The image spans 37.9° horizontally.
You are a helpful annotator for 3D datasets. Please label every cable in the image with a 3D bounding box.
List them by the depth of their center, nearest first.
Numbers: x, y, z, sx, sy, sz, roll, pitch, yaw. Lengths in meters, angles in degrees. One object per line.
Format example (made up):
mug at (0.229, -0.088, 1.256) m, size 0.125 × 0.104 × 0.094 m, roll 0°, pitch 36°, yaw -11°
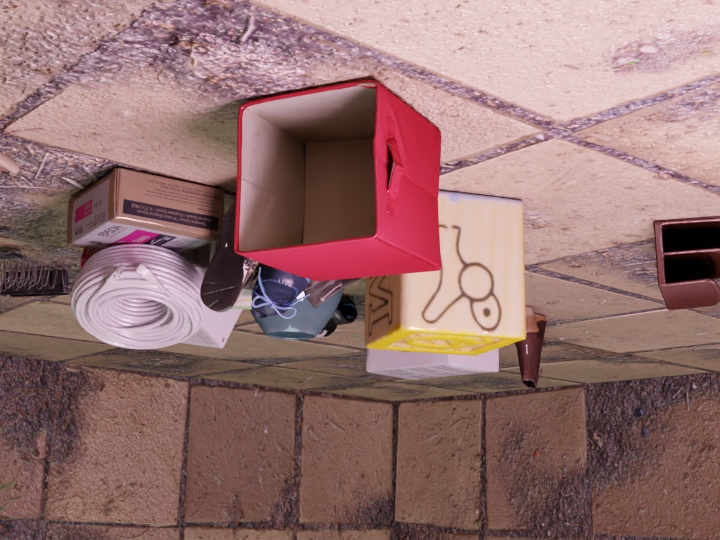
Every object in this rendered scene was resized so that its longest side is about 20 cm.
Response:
cable at (-0.326, 0.042, 1.545) m, size 0.199 × 0.070 × 0.199 m, roll -25°, pitch 140°, yaw 29°

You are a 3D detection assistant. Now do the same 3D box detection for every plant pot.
plant pot at (-0.123, 0.051, 1.895) m, size 0.197 × 0.137 × 0.200 m, roll 2°, pitch 167°, yaw 0°

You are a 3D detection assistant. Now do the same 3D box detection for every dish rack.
dish rack at (-0.647, 0.003, 1.931) m, size 0.151 × 0.055 × 0.200 m, roll -4°, pitch 166°, yaw 19°

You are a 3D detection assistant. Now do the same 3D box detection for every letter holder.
letter holder at (0.540, -0.009, 1.632) m, size 0.140 × 0.102 × 0.200 m, roll -5°, pitch 166°, yaw 20°

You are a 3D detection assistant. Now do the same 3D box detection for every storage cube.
storage cube at (-0.021, -0.092, 1.172) m, size 0.198 × 0.173 × 0.179 m, roll -6°, pitch 167°, yaw 27°

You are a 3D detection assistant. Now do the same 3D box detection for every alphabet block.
alphabet block at (0.120, 0.009, 1.528) m, size 0.193 × 0.203 × 0.196 m, roll 5°, pitch 167°, yaw -14°

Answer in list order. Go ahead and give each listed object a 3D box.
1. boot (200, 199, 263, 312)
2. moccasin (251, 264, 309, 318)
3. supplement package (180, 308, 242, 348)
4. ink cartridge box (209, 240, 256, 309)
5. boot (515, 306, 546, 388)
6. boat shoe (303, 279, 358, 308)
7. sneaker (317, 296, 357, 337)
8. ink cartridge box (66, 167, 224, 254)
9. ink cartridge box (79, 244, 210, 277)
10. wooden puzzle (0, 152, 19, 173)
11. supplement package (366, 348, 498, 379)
boot at (-0.155, -0.046, 1.482) m, size 0.073 × 0.202 × 0.151 m, roll 25°, pitch -169°, yaw 0°
moccasin at (-0.117, 0.036, 1.493) m, size 0.080 × 0.069 × 0.200 m, roll 24°, pitch 167°, yaw -2°
supplement package at (-0.320, 0.056, 1.857) m, size 0.198 × 0.110 × 0.114 m, roll 4°, pitch 147°, yaw 36°
ink cartridge box at (-0.192, -0.013, 1.657) m, size 0.066 × 0.119 × 0.200 m, roll 2°, pitch 168°, yaw 2°
boot at (0.372, 0.178, 2.317) m, size 0.071 × 0.169 × 0.200 m, roll -2°, pitch 167°, yaw 16°
boat shoe at (0.000, 0.000, 1.687) m, size 0.198 × 0.058 × 0.067 m, roll -22°, pitch 180°, yaw 0°
sneaker at (-0.053, 0.102, 2.247) m, size 0.110 × 0.074 × 0.200 m, roll 0°, pitch 166°, yaw 16°
ink cartridge box at (-0.310, -0.075, 1.498) m, size 0.163 × 0.076 × 0.199 m, roll 8°, pitch 166°, yaw -33°
ink cartridge box at (-0.342, -0.001, 1.677) m, size 0.197 × 0.084 × 0.145 m, roll 4°, pitch -160°, yaw -11°
wooden puzzle at (-0.523, -0.163, 1.216) m, size 0.197 × 0.047 × 0.185 m, roll 4°, pitch 167°, yaw 10°
supplement package at (0.130, 0.091, 1.908) m, size 0.199 × 0.194 × 0.146 m, roll -11°, pitch 163°, yaw 42°
